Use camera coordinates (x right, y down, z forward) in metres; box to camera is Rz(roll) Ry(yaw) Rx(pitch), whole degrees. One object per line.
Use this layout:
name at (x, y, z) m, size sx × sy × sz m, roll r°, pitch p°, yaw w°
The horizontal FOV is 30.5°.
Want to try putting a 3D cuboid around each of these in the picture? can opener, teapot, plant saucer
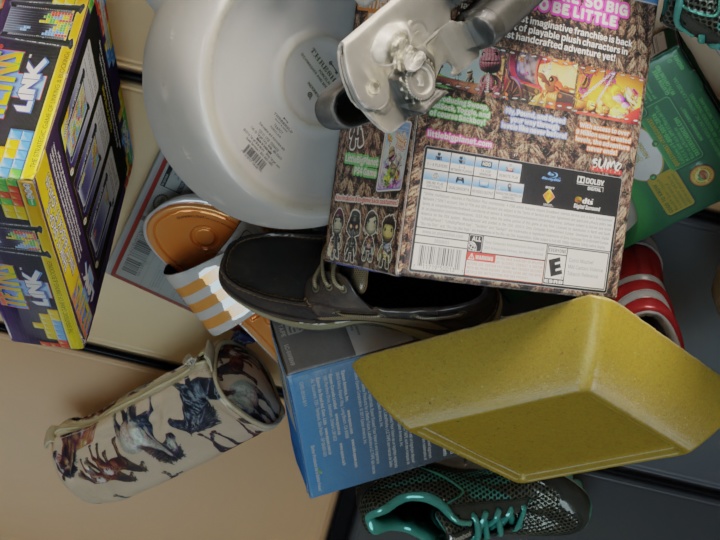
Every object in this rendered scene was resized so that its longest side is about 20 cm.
can opener at (0.049, -0.141, 0.699) m, size 0.067 × 0.200 × 0.053 m, roll -4°, pitch 124°, yaw 52°
teapot at (-0.061, -0.119, 0.855) m, size 0.197 × 0.146 × 0.201 m, roll -5°, pitch 98°, yaw -33°
plant saucer at (0.127, 0.094, 0.891) m, size 0.200 × 0.049 × 0.200 m, roll -17°, pitch 147°, yaw 37°

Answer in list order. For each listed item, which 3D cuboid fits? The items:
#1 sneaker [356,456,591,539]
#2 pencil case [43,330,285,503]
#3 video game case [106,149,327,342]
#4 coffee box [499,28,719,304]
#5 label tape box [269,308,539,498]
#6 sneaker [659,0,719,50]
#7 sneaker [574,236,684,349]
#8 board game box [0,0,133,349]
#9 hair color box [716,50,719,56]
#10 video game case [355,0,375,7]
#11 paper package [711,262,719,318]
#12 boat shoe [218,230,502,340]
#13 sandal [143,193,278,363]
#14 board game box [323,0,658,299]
sneaker at (0.086, 0.193, 1.060) m, size 0.199 × 0.091 × 0.078 m, roll 9°, pitch 125°, yaw 1°
pencil case at (-0.159, 0.120, 1.048) m, size 0.200 × 0.078 × 0.090 m, roll -27°, pitch 112°, yaw 27°
video game case at (-0.077, -0.012, 0.999) m, size 0.200 × 0.017 × 0.143 m, roll 26°, pitch 122°, yaw -10°
coffee box at (0.158, -0.070, 0.918) m, size 0.200 × 0.044 × 0.123 m, roll -29°, pitch 116°, yaw 22°
label tape box at (0.042, 0.080, 0.993) m, size 0.199 × 0.063 × 0.145 m, roll -14°, pitch 134°, yaw -8°
sneaker at (0.224, -0.155, 0.773) m, size 0.091 × 0.078 × 0.200 m, roll -23°, pitch 107°, yaw 25°
sneaker at (0.184, 0.081, 0.971) m, size 0.071 × 0.113 × 0.201 m, roll 5°, pitch 123°, yaw -3°
board game box at (-0.199, -0.069, 0.848) m, size 0.056 × 0.166 × 0.200 m, roll 8°, pitch 148°, yaw 3°
hair color box at (0.291, -0.145, 0.845) m, size 0.101 × 0.061 × 0.200 m, roll -33°, pitch 113°, yaw 25°
video game case at (0.057, -0.231, 0.732) m, size 0.143 × 0.200 × 0.018 m, roll -34°, pitch 115°, yaw 24°
paper package at (0.329, -0.009, 0.824) m, size 0.190 × 0.104 × 0.200 m, roll -21°, pitch 159°, yaw -2°
boat shoe at (0.000, 0.000, 0.905) m, size 0.199 × 0.075 × 0.073 m, roll 6°, pitch 157°, yaw 4°
sandal at (-0.076, 0.027, 0.977) m, size 0.079 × 0.059 × 0.207 m, roll -35°, pitch 113°, yaw 25°
board game box at (0.078, -0.092, 0.798) m, size 0.159 × 0.097 × 0.201 m, roll 7°, pitch 93°, yaw -29°
